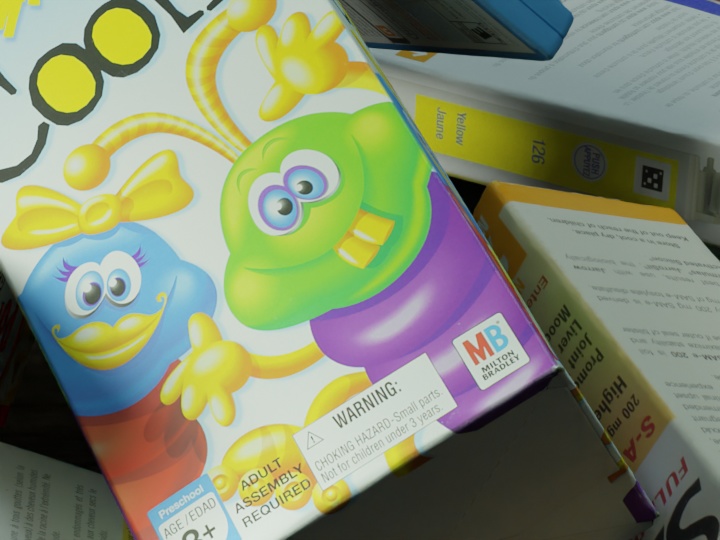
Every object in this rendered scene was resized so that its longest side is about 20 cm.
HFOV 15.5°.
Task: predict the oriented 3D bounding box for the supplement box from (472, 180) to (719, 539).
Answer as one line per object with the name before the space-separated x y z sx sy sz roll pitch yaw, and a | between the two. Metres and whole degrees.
supplement box | 0.078 0.084 0.705 0.073 0.126 0.200 8 31 -34

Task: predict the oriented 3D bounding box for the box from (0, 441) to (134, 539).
box | -0.146 0.064 0.627 0.200 0.049 0.082 19 26 -14

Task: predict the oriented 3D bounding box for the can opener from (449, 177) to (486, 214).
can opener | 0.000 0.000 0.890 0.200 0.053 0.067 -27 92 -56

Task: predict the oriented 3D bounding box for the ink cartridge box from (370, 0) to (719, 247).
ink cartridge box | 0.134 -0.064 0.885 0.200 0.047 0.198 19 30 29

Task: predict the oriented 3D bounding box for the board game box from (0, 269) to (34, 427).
board game box | -0.170 -0.012 0.623 0.151 0.046 0.200 18 -4 9

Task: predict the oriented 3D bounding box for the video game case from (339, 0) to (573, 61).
video game case | -0.045 -0.111 0.780 0.143 0.018 0.200 36 -13 -31

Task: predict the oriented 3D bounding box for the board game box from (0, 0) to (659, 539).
board game box | -0.028 -0.005 0.662 0.200 0.105 0.103 59 3 31

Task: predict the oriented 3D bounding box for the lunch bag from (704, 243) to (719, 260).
lunch bag | 0.204 0.051 0.879 0.200 0.122 0.170 39 36 25
